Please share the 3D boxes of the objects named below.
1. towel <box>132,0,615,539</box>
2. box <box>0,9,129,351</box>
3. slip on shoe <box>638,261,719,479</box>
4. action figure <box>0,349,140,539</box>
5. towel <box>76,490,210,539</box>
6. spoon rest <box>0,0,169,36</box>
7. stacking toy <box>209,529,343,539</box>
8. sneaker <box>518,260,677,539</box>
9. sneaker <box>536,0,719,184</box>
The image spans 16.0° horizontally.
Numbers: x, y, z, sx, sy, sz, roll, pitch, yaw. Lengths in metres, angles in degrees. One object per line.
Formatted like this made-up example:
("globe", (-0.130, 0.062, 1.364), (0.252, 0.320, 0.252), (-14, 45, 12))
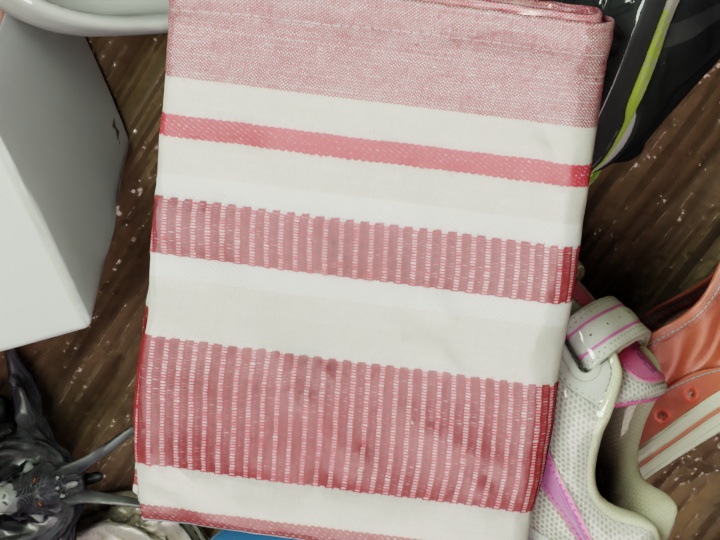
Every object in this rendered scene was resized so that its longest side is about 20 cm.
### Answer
("towel", (0.000, 0.000, 0.859), (0.143, 0.023, 0.201), (7, 113, 1))
("box", (-0.195, -0.026, 0.904), (0.199, 0.125, 0.098), (-15, 122, 12))
("slip on shoe", (0.094, 0.051, 0.984), (0.200, 0.074, 0.061), (-37, 92, 25))
("action figure", (-0.182, 0.101, 1.000), (0.199, 0.102, 0.120), (-13, 94, 16))
("towel", (-0.133, 0.173, 1.091), (0.199, 0.035, 0.133), (-25, 119, 18))
("spoon rest", (-0.063, -0.099, 0.876), (0.200, 0.100, 0.061), (31, 133, -29))
("stacking toy", (0.035, 0.153, 0.975), (0.199, 0.110, 0.116), (9, 145, -34))
("sneaker", (0.064, 0.025, 0.921), (0.088, 0.081, 0.201), (-12, 97, 26))
("sneaker", (0.105, -0.117, 0.875), (0.072, 0.083, 0.201), (39, 109, 27))
